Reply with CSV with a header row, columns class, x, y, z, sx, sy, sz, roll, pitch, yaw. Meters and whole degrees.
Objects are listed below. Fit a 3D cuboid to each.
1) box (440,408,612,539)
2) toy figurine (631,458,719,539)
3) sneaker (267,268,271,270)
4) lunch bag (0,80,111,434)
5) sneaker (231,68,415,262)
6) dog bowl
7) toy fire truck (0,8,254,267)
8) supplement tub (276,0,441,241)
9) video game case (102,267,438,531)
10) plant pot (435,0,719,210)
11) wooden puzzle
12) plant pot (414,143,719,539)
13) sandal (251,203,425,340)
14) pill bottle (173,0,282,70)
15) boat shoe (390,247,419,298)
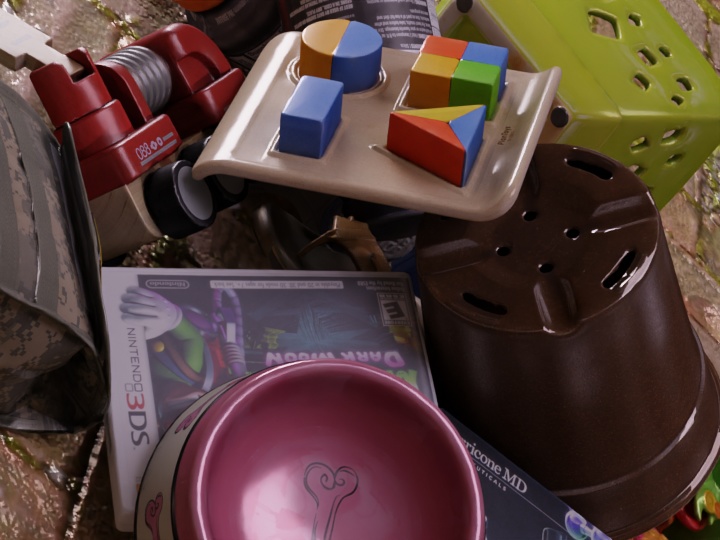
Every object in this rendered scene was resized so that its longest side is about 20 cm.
class,x,y,z,sx,sy,sz,roll,pitch,yaw
box,0.043,0.213,1.590,0.148,0.107,0.200,38,48,-17
toy figurine,0.178,0.193,1.849,0.184,0.150,0.200,-28,92,-54
sneaker,-0.046,0.038,1.734,0.085,0.077,0.200,56,19,9
lunch bag,-0.209,-0.012,1.486,0.200,0.118,0.164,34,36,-53
sneaker,-0.032,-0.076,1.856,0.200,0.075,0.087,38,30,-31
dog bowl,-0.021,0.137,1.460,0.200,0.074,0.200,5,68,-14
toy fire truck,-0.166,-0.113,1.666,0.200,0.129,0.176,63,28,-9
supplement tub,0.007,-0.123,1.776,0.107,0.107,0.200,6,70,-54
video game case,-0.053,0.073,1.558,0.200,0.023,0.182,1,50,-15
plant pot,0.130,-0.120,1.993,0.181,0.199,0.200,-8,55,-51
wooden puzzle,0.013,-0.102,1.634,0.185,0.200,0.046,-66,160,-56
plant pot,0.121,0.040,1.658,0.198,0.200,0.200,73,9,-49
sandal,0.000,0.000,1.713,0.200,0.054,0.080,30,25,-44
pill bottle,-0.053,-0.189,1.896,0.200,0.106,0.106,26,42,-42
boat shoe,0.059,0.041,1.873,0.072,0.072,0.200,46,32,-22
